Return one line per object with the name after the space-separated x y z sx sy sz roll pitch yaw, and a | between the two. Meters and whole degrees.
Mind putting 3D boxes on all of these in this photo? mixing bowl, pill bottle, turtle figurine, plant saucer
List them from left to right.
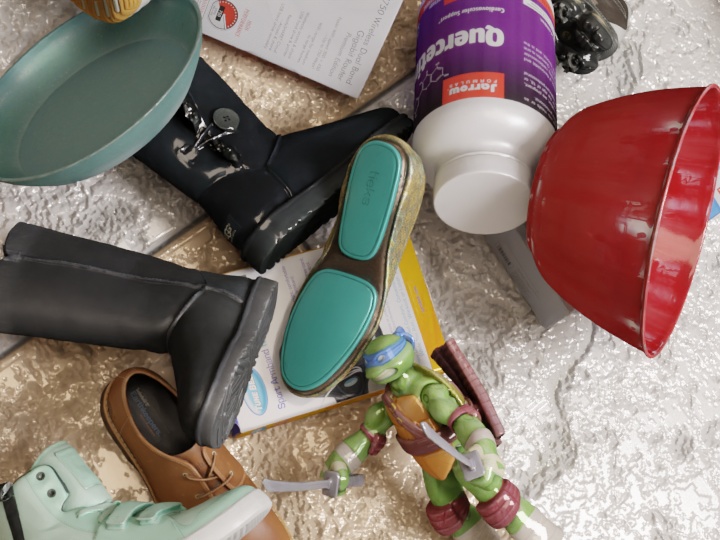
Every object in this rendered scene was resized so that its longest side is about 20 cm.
-0.193 -0.127 1.023 0.200 0.199 0.036 -51 131 -20 | plant saucer
0.043 0.156 0.992 0.143 0.200 0.194 -32 108 17 | turtle figurine
0.097 -0.133 1.091 0.111 0.113 0.202 12 55 -12 | pill bottle
0.188 -0.047 1.031 0.108 0.200 0.201 15 69 23 | mixing bowl

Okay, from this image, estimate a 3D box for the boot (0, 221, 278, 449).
-0.171 0.042 0.968 0.198 0.066 0.165 14 31 3 | boot

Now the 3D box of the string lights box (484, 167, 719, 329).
0.207 -0.050 1.151 0.199 0.059 0.103 -32 85 -20 | string lights box

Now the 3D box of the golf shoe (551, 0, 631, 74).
0.148 -0.259 1.193 0.200 0.078 0.094 48 52 0 | golf shoe

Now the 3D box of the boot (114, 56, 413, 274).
-0.072 -0.110 1.082 0.168 0.077 0.200 44 57 9 | boot

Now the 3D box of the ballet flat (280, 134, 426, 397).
0.000 0.000 1.035 0.070 0.071 0.202 19 92 -9 | ballet flat

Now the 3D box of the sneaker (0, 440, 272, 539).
-0.166 0.160 0.960 0.199 0.074 0.119 -25 79 8 | sneaker

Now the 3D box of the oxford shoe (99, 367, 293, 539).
-0.114 0.153 1.007 0.071 0.071 0.200 -42 90 -22 | oxford shoe

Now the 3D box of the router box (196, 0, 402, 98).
-0.043 -0.259 1.076 0.178 0.201 0.049 21 30 -8 | router box

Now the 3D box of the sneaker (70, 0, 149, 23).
-0.216 -0.257 1.071 0.199 0.076 0.088 35 56 24 | sneaker

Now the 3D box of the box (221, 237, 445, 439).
-0.040 0.048 1.071 0.198 0.041 0.120 -15 80 -15 | box
